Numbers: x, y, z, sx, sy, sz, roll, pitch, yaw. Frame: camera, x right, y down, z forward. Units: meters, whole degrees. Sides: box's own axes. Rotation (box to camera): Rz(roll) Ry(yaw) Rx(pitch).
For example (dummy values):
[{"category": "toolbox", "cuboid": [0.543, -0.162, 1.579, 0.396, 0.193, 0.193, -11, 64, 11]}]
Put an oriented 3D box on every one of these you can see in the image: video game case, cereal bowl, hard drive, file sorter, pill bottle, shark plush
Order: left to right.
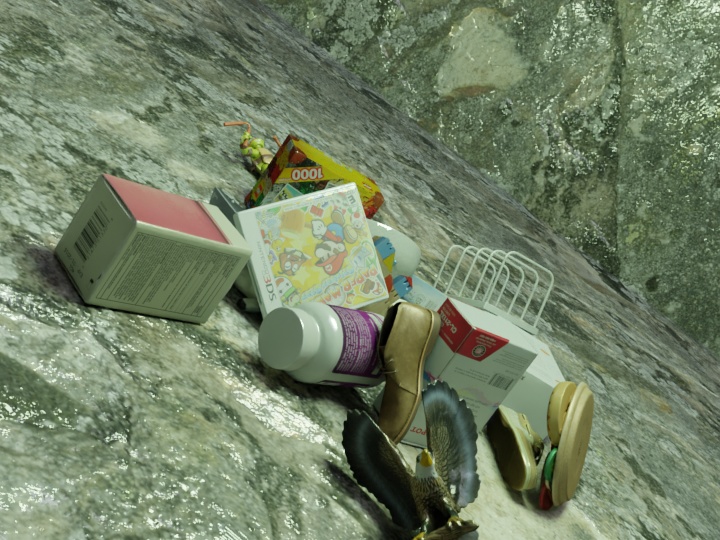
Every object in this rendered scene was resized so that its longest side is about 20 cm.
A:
[{"category": "hard drive", "cuboid": [-0.166, -0.049, 1.676, 0.135, 0.042, 0.200, 41, 4, -37]}, {"category": "shark plush", "cuboid": [-0.108, 0.040, 1.600, 0.199, 0.091, 0.083, 22, -9, -23]}, {"category": "video game case", "cuboid": [-0.069, -0.019, 1.562, 0.199, 0.023, 0.183, -17, 91, -28]}, {"category": "pill bottle", "cuboid": [-0.045, 0.102, 1.479, 0.200, 0.112, 0.112, 14, 28, -52]}, {"category": "cereal bowl", "cuboid": [-0.001, -0.018, 1.827, 0.199, 0.084, 0.200, 16, -16, 5]}, {"category": "file sorter", "cuboid": [0.252, 0.031, 2.070, 0.138, 0.125, 0.200, 27, -8, -29]}]

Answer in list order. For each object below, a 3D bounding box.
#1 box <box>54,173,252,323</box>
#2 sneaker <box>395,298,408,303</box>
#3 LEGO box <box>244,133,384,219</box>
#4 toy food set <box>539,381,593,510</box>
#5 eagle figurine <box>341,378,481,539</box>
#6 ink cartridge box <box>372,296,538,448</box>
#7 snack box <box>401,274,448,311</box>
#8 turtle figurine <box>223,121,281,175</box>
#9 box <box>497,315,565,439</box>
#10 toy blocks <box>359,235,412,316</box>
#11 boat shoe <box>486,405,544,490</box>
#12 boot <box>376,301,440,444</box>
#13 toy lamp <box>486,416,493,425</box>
[{"category": "box", "cuboid": [-0.261, -0.024, 1.364, 0.200, 0.128, 0.109, 15, 27, -50]}, {"category": "sneaker", "cuboid": [0.022, 0.054, 1.784, 0.200, 0.076, 0.088, 22, 23, -40]}, {"category": "LEGO box", "cuboid": [-0.083, -0.129, 1.925, 0.200, 0.149, 0.077, 26, 21, -29]}, {"category": "toy food set", "cuboid": [0.314, 0.267, 1.641, 0.048, 0.199, 0.200, 11, 0, 20]}, {"category": "eagle figurine", "cuboid": [0.075, 0.246, 1.279, 0.151, 0.151, 0.200, 15, 33, -26]}, {"category": "ink cartridge box", "cuboid": [0.134, 0.156, 1.540, 0.145, 0.200, 0.083, 22, 20, -39]}, {"category": "snack box", "cuboid": [0.137, 0.070, 1.886, 0.142, 0.053, 0.200, 40, -2, -32]}, {"category": "turtle figurine", "cuboid": [-0.185, -0.206, 2.067, 0.200, 0.064, 0.162, 26, 27, -55]}, {"category": "box", "cuboid": [0.282, 0.188, 1.901, 0.124, 0.098, 0.200, 31, 18, -18]}, {"category": "toy blocks", "cuboid": [0.000, 0.000, 1.651, 0.200, 0.137, 0.100, 58, -14, -16]}, {"category": "boat shoe", "cuboid": [0.249, 0.270, 1.653, 0.066, 0.074, 0.200, 11, 24, -11]}, {"category": "boot", "cuboid": [0.046, 0.140, 1.470, 0.075, 0.201, 0.073, 23, -16, -33]}, {"category": "toy lamp", "cuboid": [0.163, 0.179, 1.772, 0.058, 0.058, 0.200, 27, 21, -26]}]
